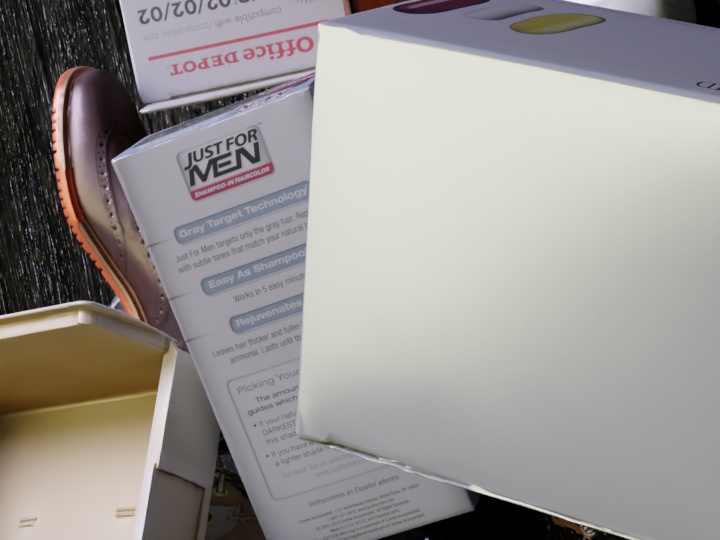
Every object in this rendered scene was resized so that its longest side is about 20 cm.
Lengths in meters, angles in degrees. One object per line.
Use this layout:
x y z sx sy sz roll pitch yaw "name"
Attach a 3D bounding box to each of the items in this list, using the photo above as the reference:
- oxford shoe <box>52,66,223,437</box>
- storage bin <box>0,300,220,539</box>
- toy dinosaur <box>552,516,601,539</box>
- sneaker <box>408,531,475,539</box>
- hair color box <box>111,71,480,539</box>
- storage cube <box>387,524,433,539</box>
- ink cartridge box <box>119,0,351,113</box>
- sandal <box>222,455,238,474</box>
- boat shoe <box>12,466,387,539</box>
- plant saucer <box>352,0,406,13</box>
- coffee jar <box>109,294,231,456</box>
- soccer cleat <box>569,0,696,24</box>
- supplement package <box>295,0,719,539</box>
-0.092 -0.015 1.074 0.072 0.071 0.201 -24 86 30 "oxford shoe"
-0.169 0.133 1.004 0.198 0.094 0.201 -11 62 40 "storage bin"
0.063 0.026 0.932 0.102 0.200 0.136 -51 11 -16 "toy dinosaur"
0.011 0.229 1.117 0.201 0.083 0.072 -55 22 -7 "sneaker"
-0.024 0.021 0.968 0.061 0.098 0.201 -53 -57 -71 "hair color box"
-0.063 0.209 1.216 0.180 0.170 0.202 166 99 -69 "storage cube"
-0.062 -0.132 1.139 0.200 0.114 0.068 -96 -7 -81 "ink cartridge box"
-0.068 0.044 1.367 0.075 0.045 0.201 129 139 -51 "sandal"
-0.083 0.130 1.064 0.074 0.199 0.067 51 -155 -73 "boat shoe"
0.047 -0.157 1.063 0.200 0.037 0.202 176 90 -68 "plant saucer"
-0.067 0.055 1.207 0.200 0.085 0.105 28 -140 -76 "coffee jar"
0.066 -0.100 0.946 0.199 0.069 0.078 -8 75 46 "soccer cleat"
0.090 -0.003 0.750 0.199 0.111 0.157 15 111 30 "supplement package"
